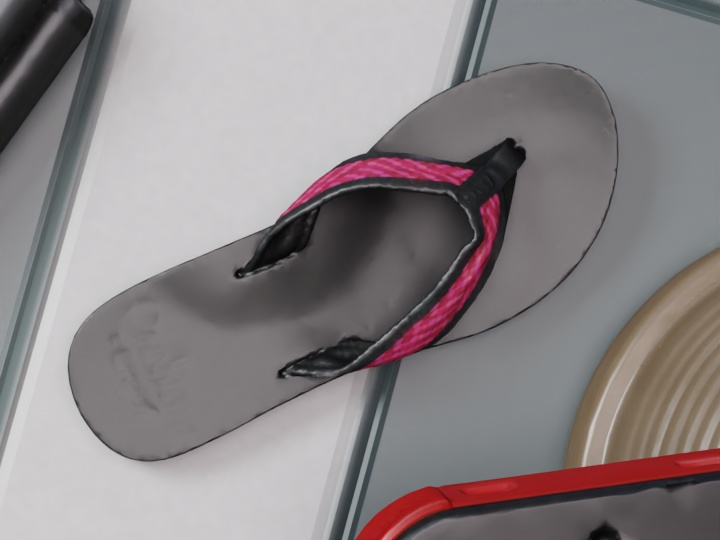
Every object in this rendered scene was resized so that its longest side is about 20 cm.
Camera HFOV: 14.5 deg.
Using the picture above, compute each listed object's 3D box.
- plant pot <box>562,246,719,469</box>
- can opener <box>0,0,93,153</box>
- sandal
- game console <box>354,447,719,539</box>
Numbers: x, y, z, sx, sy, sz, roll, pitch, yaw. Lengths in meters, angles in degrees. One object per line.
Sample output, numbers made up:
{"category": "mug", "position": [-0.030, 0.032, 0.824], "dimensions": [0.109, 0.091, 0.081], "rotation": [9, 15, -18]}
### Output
{"category": "plant pot", "position": [0.167, 0.079, 0.890], "dimensions": [0.199, 0.093, 0.202], "rotation": [0, 85, -5]}
{"category": "can opener", "position": [-0.122, -0.090, 0.903], "dimensions": [0.067, 0.053, 0.200], "rotation": [31, 82, 30]}
{"category": "sandal", "position": [0.000, 0.000, 0.902], "dimensions": [0.199, 0.045, 0.075], "rotation": [-30, 89, -7]}
{"category": "game console", "position": [0.098, 0.142, 0.815], "dimensions": [0.199, 0.031, 0.178], "rotation": [-7, 90, -9]}
